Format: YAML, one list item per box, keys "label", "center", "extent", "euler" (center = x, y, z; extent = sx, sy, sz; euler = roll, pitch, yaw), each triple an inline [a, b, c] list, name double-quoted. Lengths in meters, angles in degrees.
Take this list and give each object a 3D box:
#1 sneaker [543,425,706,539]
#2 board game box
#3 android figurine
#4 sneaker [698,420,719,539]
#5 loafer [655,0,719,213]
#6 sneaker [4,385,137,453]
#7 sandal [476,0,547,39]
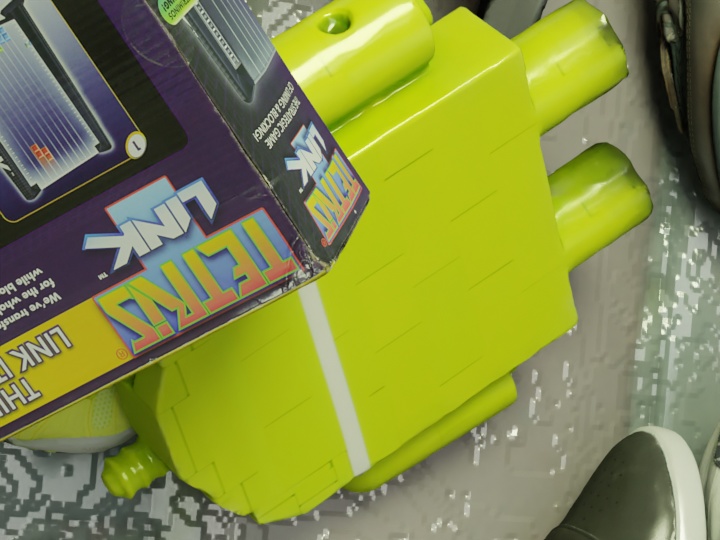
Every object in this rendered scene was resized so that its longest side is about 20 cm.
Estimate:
- label: "sneaker"
  center: [0.039, 0.132, 0.840]
  extent: [0.099, 0.071, 0.200]
  euler: [26, 84, -24]
- label: "board game box"
  center: [-0.125, -0.035, 0.691]
  extent: [0.200, 0.057, 0.165]
  euler: [-26, 107, 23]
- label: "android figurine"
  center: [0.000, 0.000, 0.795]
  extent: [0.200, 0.041, 0.182]
  euler: [-34, 137, -15]
- label: "sneaker"
  center: [0.140, 0.127, 0.830]
  extent: [0.076, 0.081, 0.200]
  euler: [-3, 55, -4]
- label: "loafer"
  center: [0.130, -0.111, 0.875]
  extent: [0.072, 0.063, 0.200]
  euler: [-21, 122, -31]
- label: "sneaker"
  center: [-0.132, -0.019, 0.768]
  extent: [0.075, 0.076, 0.200]
  euler: [-47, 107, -17]
- label: "sandal"
  center: [0.053, -0.136, 0.848]
  extent: [0.048, 0.075, 0.201]
  euler: [20, 83, 0]
